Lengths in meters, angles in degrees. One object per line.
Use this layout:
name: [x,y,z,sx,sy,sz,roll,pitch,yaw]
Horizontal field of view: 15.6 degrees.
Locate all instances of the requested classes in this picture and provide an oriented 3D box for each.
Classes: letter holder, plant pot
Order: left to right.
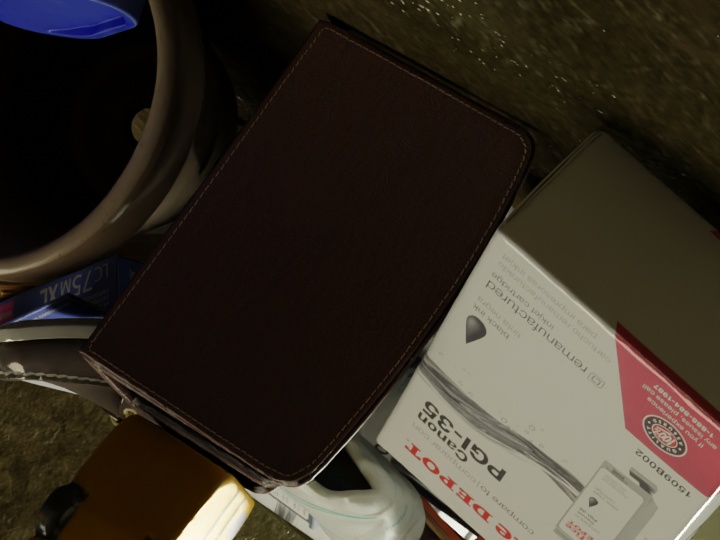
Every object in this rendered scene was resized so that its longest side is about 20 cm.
plant pot: [-0.150,-0.090,1.382,0.200,0.201,0.174,31,-172,21]
letter holder: [-0.008,0.009,1.246,0.142,0.200,0.101,30,168,27]

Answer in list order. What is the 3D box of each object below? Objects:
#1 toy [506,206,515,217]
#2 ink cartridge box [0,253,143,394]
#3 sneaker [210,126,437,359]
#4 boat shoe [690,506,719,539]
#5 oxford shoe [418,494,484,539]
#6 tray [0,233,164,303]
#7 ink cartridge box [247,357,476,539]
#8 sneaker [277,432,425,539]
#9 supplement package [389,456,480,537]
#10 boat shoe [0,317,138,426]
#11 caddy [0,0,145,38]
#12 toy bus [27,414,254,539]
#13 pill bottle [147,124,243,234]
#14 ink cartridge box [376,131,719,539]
toy: [0.126,0.038,1.333,0.115,0.047,0.200,40,163,26]
ink cartridge box: [-0.122,0.037,1.441,0.119,0.042,0.199,-21,155,39]
sneaker: [0.000,0.000,1.397,0.200,0.082,0.073,52,170,-5]
boat shoe: [0.240,0.115,1.314,0.063,0.074,0.201,1,177,-30]
oxford shoe: [0.024,0.171,1.580,0.200,0.073,0.071,33,172,28]
tray: [-0.115,0.014,1.487,0.199,0.037,0.099,0,158,-12]
ink cartridge box: [-0.002,0.107,1.759,0.199,0.146,0.086,31,130,19]
sneaker: [-0.047,0.092,1.547,0.200,0.071,0.080,31,164,26]
supplement package: [0.094,0.096,1.535,0.109,0.114,0.200,35,171,3]
boat shoe: [-0.095,0.057,1.341,0.199,0.060,0.072,4,-179,-26]
caddy: [-0.159,-0.175,1.200,0.141,0.106,0.200,16,175,-19]
toy bus: [-0.137,0.167,1.241,0.065,0.200,0.078,31,168,21]
pill bottle: [-0.066,0.001,1.631,0.111,0.111,0.200,29,167,33]
ink cartridge box: [0.107,0.057,1.183,0.146,0.083,0.200,41,146,10]
